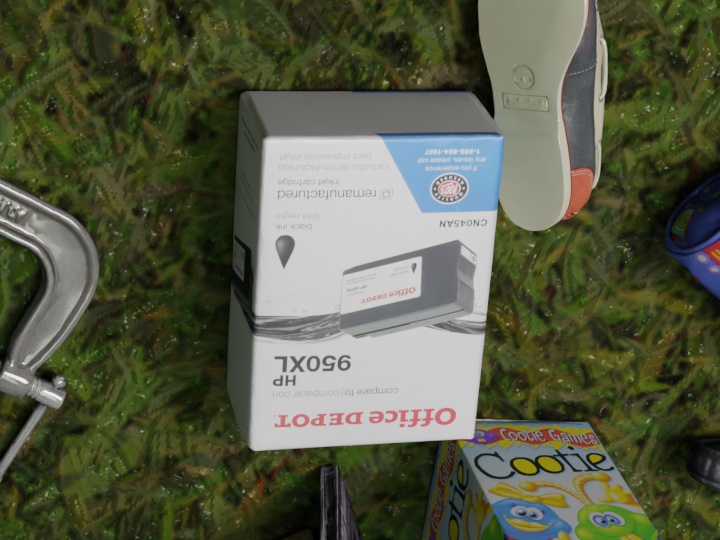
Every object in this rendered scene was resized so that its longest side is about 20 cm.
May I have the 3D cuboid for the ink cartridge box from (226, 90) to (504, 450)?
[{"bbox_3d":[0.000,0.000,1.227,0.144,0.084,0.201,-2,114,-13],"label":"ink cartridge box"}]

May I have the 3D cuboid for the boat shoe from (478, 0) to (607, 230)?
[{"bbox_3d":[0.114,-0.124,1.215,0.063,0.071,0.201,-30,125,-48],"label":"boat shoe"}]

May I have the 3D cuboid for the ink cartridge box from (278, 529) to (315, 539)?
[{"bbox_3d":[-0.074,0.290,1.344,0.164,0.075,0.201,-21,117,-5],"label":"ink cartridge box"}]

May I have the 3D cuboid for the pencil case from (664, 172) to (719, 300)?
[{"bbox_3d":[0.283,0.013,1.293,0.200,0.078,0.087,40,107,-18],"label":"pencil case"}]

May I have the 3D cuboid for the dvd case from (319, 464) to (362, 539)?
[{"bbox_3d":[0.006,0.244,1.302,0.016,0.149,0.201,-15,117,6],"label":"dvd case"}]

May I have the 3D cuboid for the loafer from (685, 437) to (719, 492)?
[{"bbox_3d":[0.309,0.115,1.367,0.200,0.068,0.071,0,104,-18],"label":"loafer"}]

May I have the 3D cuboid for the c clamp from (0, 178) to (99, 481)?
[{"bbox_3d":[-0.244,0.019,1.208,0.200,0.027,0.171,34,102,-25],"label":"c clamp"}]

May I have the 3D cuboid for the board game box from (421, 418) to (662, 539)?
[{"bbox_3d":[0.115,0.184,1.272,0.103,0.200,0.105,3,114,-15],"label":"board game box"}]
